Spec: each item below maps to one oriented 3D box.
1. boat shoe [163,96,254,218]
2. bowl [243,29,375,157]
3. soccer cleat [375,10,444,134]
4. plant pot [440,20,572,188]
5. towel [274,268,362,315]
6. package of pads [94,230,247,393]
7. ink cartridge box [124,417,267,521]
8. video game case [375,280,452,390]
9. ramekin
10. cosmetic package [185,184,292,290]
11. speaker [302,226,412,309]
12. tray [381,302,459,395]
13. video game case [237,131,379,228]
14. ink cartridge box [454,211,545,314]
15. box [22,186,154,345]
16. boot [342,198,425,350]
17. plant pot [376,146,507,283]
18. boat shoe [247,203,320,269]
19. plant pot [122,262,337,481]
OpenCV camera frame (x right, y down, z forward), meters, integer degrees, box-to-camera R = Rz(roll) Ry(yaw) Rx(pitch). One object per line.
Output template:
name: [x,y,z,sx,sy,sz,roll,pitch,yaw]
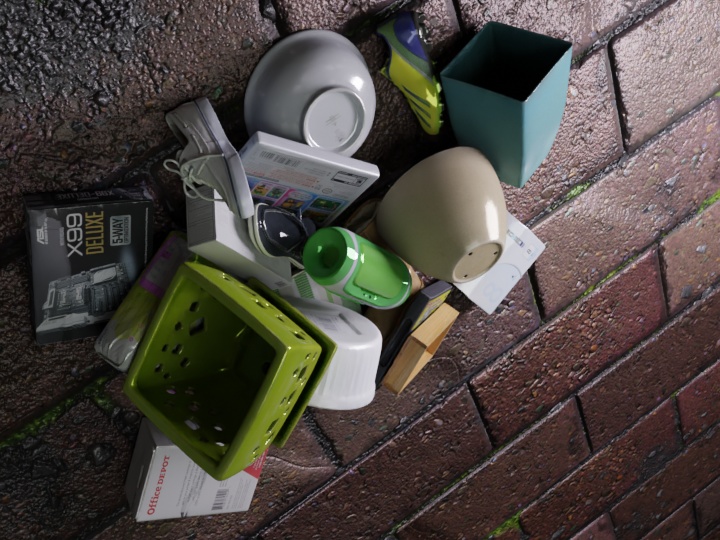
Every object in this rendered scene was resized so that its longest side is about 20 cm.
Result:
boat shoe: [-0.200,-0.134,1.021,0.085,0.203,0.075,-21,149,-15]
bowl: [-0.054,-0.217,1.129,0.198,0.090,0.204,-15,125,-22]
soccer cleat: [0.074,-0.283,1.198,0.082,0.065,0.202,-11,134,11]
plant pot: [0.223,-0.236,1.239,0.142,0.140,0.201,-49,147,-25]
towel: [-0.098,0.061,1.319,0.198,0.023,0.154,-29,130,-16]
package of pads: [-0.257,0.061,1.136,0.202,0.068,0.155,-58,151,-11]
ink cartridge box: [-0.265,0.315,1.331,0.198,0.083,0.149,6,114,-35]
video game case: [0.082,0.104,1.377,0.182,0.025,0.200,-59,168,12]
ramekin: [-0.062,0.118,1.236,0.198,0.200,0.099,6,108,-34]
cosmetic package: [-0.164,-0.041,1.131,0.050,0.084,0.200,-13,157,21]
speaker: [0.000,0.000,1.181,0.089,0.088,0.199,-53,148,8]
tray: [0.101,0.125,1.361,0.099,0.037,0.200,-61,167,21]
video game case: [-0.103,-0.111,1.147,0.198,0.024,0.182,10,146,-36]
ink cartridge box: [0.217,-0.033,1.437,0.161,0.047,0.199,-50,133,5]
box: [-0.358,-0.008,1.095,0.156,0.050,0.203,-7,122,-29]
boot: [0.014,0.013,1.322,0.176,0.066,0.201,-54,136,-22]
plant pot: [0.139,-0.061,1.219,0.198,0.135,0.201,-22,149,-14]
boat shoe: [-0.095,-0.049,1.158,0.061,0.076,0.200,-11,161,22]
plant pot: [-0.156,0.124,1.077,0.202,0.198,0.181,-60,156,12]
